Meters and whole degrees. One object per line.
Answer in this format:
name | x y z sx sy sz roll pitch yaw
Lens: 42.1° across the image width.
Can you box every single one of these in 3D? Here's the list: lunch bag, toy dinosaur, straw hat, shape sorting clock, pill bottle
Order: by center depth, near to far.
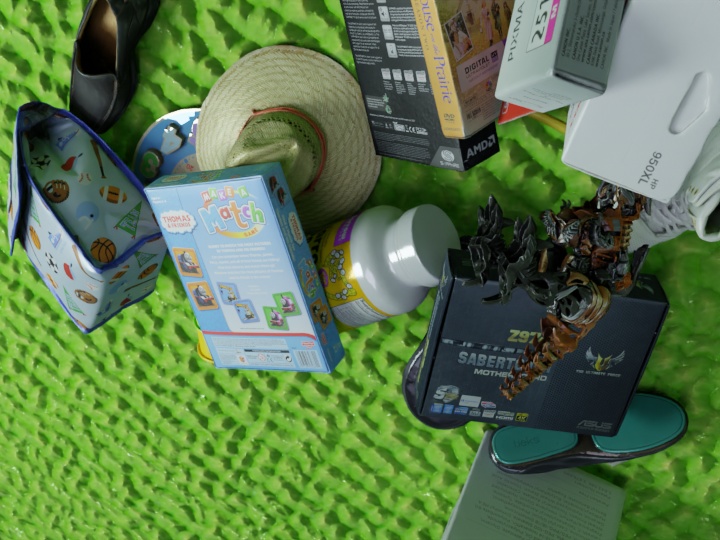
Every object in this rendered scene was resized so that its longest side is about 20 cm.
toy dinosaur | 0.161 0.005 0.744 0.134 0.203 0.102 21 167 -19
straw hat | -0.082 -0.104 0.889 0.197 0.085 0.205 6 116 13
pill bottle | 0.000 0.000 0.912 0.198 0.104 0.105 -20 110 40
shape sorting clock | -0.158 -0.074 0.995 0.196 0.039 0.203 12 124 18
lunch bag | -0.310 -0.059 1.006 0.201 0.123 0.170 52 147 7

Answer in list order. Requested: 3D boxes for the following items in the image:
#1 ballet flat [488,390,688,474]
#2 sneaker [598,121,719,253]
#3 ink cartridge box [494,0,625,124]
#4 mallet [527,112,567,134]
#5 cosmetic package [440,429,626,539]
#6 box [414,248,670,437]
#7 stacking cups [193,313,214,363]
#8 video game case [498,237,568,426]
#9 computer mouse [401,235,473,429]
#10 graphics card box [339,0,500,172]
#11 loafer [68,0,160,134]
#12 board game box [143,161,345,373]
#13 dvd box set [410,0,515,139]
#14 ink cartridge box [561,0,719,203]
ballet flat | 0.227 0.167 0.943 0.196 0.073 0.074 -13 116 10
sneaker | 0.261 -0.055 0.759 0.074 0.116 0.199 44 129 -9
ink cartridge box | 0.131 -0.210 0.638 0.043 0.173 0.204 13 88 -15
mallet | 0.137 -0.141 0.796 0.198 0.066 0.042 29 98 9
cosmetic package | 0.158 0.315 0.976 0.163 0.201 0.167 23 133 11
box | 0.158 0.069 0.848 0.196 0.051 0.160 7 122 -7
stacking cups | -0.162 0.004 0.990 0.059 0.061 0.203 9 129 20
video game case | 0.172 0.075 0.945 0.143 0.019 0.200 43 127 -4
computer mouse | 0.114 0.071 0.931 0.137 0.053 0.202 33 116 5
graphics card box | 0.044 -0.190 0.786 0.125 0.050 0.203 18 129 50
loafer | -0.263 -0.213 0.937 0.072 0.073 0.201 30 129 3
board game box | -0.110 0.002 0.892 0.149 0.037 0.203 -1 118 35
dvd box set | 0.095 -0.224 0.716 0.029 0.146 0.203 12 129 47
ink cartridge box | 0.208 -0.166 0.655 0.083 0.201 0.146 19 127 2
